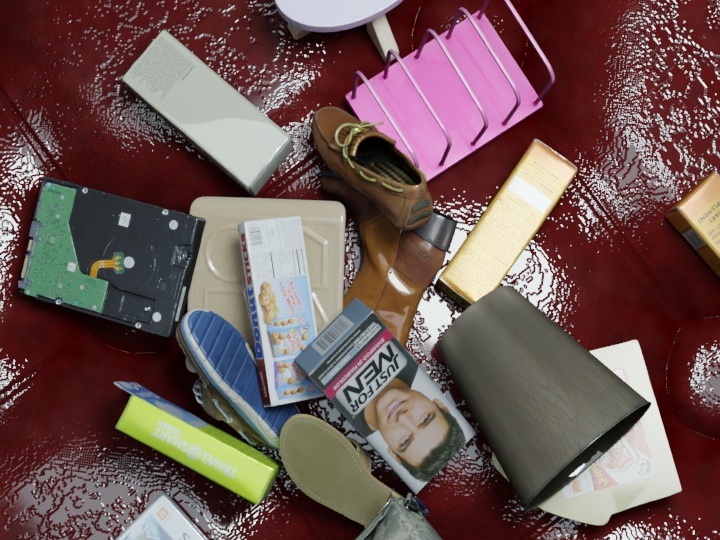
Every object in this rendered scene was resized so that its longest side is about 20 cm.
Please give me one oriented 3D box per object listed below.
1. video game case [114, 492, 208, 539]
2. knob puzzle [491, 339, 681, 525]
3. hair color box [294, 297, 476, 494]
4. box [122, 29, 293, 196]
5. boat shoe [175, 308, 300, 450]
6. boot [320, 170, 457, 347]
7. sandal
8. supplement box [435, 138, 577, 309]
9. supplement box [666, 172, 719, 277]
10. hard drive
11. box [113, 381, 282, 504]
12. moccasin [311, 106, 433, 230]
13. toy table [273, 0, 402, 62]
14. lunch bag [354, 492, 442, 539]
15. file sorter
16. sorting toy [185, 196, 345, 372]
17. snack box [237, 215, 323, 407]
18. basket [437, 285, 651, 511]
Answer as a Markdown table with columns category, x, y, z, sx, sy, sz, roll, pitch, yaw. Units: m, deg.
| category | x | y | z | sx | sy | sz | roll | pitch | yaw |
| --- | --- | --- | --- | --- | --- | --- | --- | --- | --- |
| video game case | -0.233 | 0.388 | 1.383 | 0.200 | 0.023 | 0.182 | -44 | 85 | -5 |
| knob puzzle | 0.246 | 0.193 | 1.404 | 0.216 | 0.030 | 0.224 | -2 | 77 | 9 |
| hair color box | 0.029 | 0.140 | 1.353 | 0.099 | 0.061 | 0.200 | -43 | 114 | -6 |
| box | -0.177 | -0.183 | 1.434 | 0.200 | 0.068 | 0.082 | 42 | 85 | 4 |
| boat shoe | -0.148 | 0.131 | 1.359 | 0.072 | 0.073 | 0.201 | -21 | 115 | 35 |
| boot | 0.000 | 0.000 | 1.421 | 0.186 | 0.068 | 0.203 | 26 | 99 | 16 |
| sandal | -0.017 | 0.230 | 1.388 | 0.078 | 0.070 | 0.211 | -45 | 107 | 6 |
| supplement box | 0.168 | -0.049 | 1.419 | 0.068 | 0.067 | 0.201 | 33 | 83 | 4 |
| supplement box | 0.445 | -0.014 | 1.408 | 0.066 | 0.069 | 0.201 | -41 | 87 | -3 |
| hard drive | -0.286 | -0.016 | 1.404 | 0.197 | 0.038 | 0.142 | 14 | 91 | 12 |
| box | -0.185 | 0.189 | 1.359 | 0.198 | 0.122 | 0.048 | 28 | 85 | 3 |
| moccasin | 0.009 | -0.127 | 1.349 | 0.073 | 0.079 | 0.202 | -19 | 46 | -19 |
| toy table | -0.008 | -0.340 | 1.430 | 0.197 | 0.117 | 0.187 | -18 | 83 | -3 |
| lunch bag | 0.033 | 0.366 | 1.324 | 0.200 | 0.139 | 0.168 | -44 | 91 | -1 |
| file sorter | 0.103 | -0.209 | 1.404 | 0.198 | 0.125 | 0.140 | -33 | 84 | -8 |
| sorting toy | -0.108 | 0.019 | 1.407 | 0.182 | 0.036 | 0.204 | 2 | 89 | 8 |
| snack box | -0.087 | 0.044 | 1.354 | 0.071 | 0.024 | 0.204 | -7 | 88 | -31 |
| basket | 0.186 | 0.129 | 1.350 | 0.180 | 0.136 | 0.201 | -40 | 70 | -1 |
